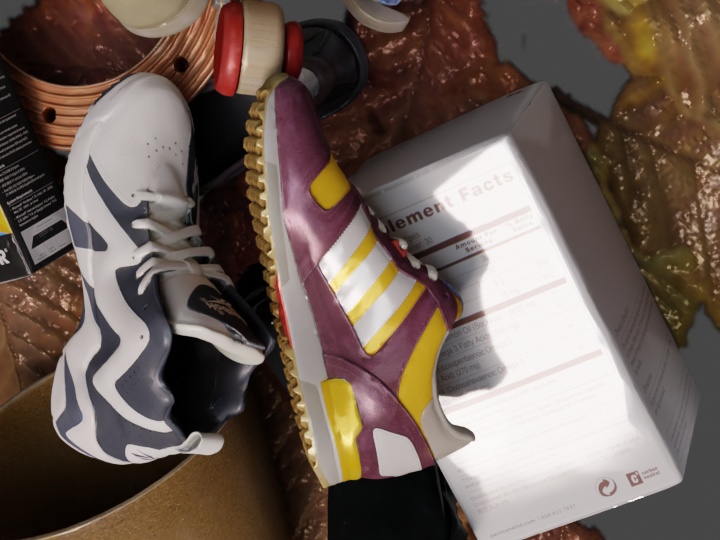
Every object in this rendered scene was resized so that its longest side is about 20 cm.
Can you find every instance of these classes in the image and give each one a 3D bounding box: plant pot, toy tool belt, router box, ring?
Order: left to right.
[{"bbox_3d":[-0.264,-0.055,1.024,0.200,0.051,0.149,-13,105,38],"label":"router box"},{"bbox_3d":[-0.152,-0.165,0.990,0.200,0.019,0.201,1,95,17],"label":"ring"},{"bbox_3d":[-0.111,0.168,1.040,0.186,0.186,0.200,-16,117,18],"label":"plant pot"},{"bbox_3d":[-0.004,-0.181,0.907,0.123,0.125,0.200,5,88,-11],"label":"toy tool belt"}]

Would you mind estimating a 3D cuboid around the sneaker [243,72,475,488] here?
[{"bbox_3d":[0.000,0.000,0.882,0.090,0.075,0.200,-11,98,-7],"label":"sneaker"}]

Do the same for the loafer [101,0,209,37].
[{"bbox_3d":[-0.112,-0.221,0.923,0.076,0.068,0.200,-8,85,14],"label":"loafer"}]

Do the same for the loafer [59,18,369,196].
[{"bbox_3d":[-0.090,-0.076,0.999,0.200,0.063,0.072,-27,100,21],"label":"loafer"}]

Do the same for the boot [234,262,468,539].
[{"bbox_3d":[-0.008,0.076,0.964,0.073,0.198,0.163,-26,107,17],"label":"boot"}]

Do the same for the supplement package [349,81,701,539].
[{"bbox_3d":[0.081,0.022,0.961,0.117,0.117,0.200,-23,101,22],"label":"supplement package"}]

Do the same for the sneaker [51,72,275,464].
[{"bbox_3d":[-0.088,0.001,0.910,0.130,0.079,0.199,6,82,46],"label":"sneaker"}]
